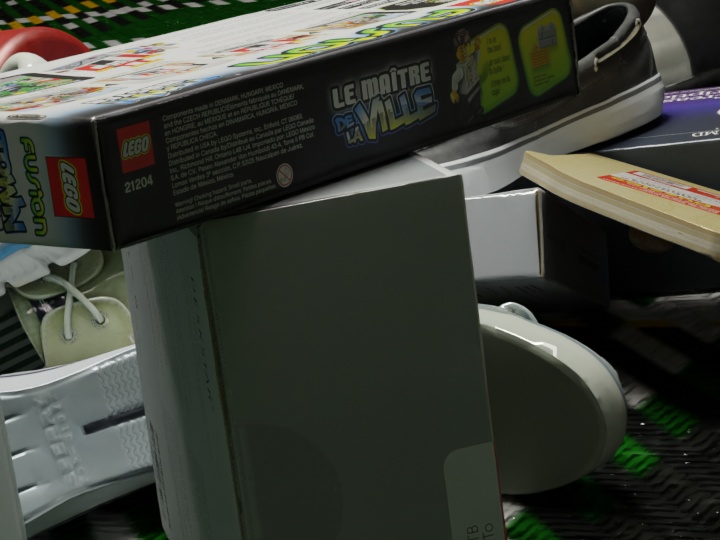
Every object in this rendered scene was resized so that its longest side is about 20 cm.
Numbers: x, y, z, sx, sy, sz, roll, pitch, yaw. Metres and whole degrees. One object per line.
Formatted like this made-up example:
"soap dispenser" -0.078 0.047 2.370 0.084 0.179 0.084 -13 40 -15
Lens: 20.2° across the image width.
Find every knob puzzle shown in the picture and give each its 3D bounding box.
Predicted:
"knob puzzle" 0.157 -0.007 0.833 0.219 0.031 0.220 16 9 -3

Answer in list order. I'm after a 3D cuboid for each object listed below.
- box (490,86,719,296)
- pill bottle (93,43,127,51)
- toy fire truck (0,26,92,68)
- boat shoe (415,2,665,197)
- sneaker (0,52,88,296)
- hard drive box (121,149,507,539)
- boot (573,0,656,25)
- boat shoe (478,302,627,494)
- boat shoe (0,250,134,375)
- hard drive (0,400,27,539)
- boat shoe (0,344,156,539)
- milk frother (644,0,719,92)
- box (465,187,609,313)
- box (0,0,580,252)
"box" 0.128 -0.040 1.024 0.200 0.079 0.141 -5 17 15
"pill bottle" -0.171 -0.088 1.331 0.200 0.111 0.111 -15 15 -26
"toy fire truck" -0.211 -0.055 0.948 0.129 0.200 0.176 0 51 40
"boat shoe" 0.063 -0.080 0.934 0.200 0.066 0.070 -21 19 -31
"sneaker" -0.184 -0.012 0.784 0.200 0.087 0.075 -41 38 -10
"hard drive box" -0.023 0.035 0.645 0.077 0.156 0.200 -11 15 -12
"boot" 0.077 -0.102 1.026 0.200 0.075 0.097 -22 26 -11
"boat shoe" 0.035 0.036 0.781 0.071 0.070 0.201 -27 19 -37
"boat shoe" -0.118 0.026 0.819 0.200 0.072 0.062 -32 -19 6
"hard drive" -0.162 0.035 0.635 0.026 0.200 0.132 -1 16 25
"boat shoe" -0.137 0.076 0.770 0.200 0.074 0.067 -11 -12 -13
"milk frother" 0.165 -0.149 1.184 0.188 0.200 0.180 -21 22 -40
"box" 0.000 0.000 0.907 0.200 0.041 0.156 -4 -7 16
"box" -0.038 -0.049 0.594 0.110 0.035 0.200 5 18 42
